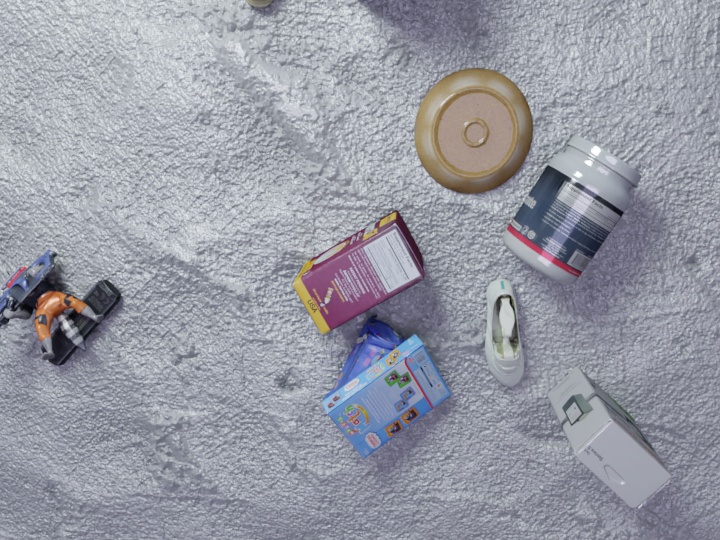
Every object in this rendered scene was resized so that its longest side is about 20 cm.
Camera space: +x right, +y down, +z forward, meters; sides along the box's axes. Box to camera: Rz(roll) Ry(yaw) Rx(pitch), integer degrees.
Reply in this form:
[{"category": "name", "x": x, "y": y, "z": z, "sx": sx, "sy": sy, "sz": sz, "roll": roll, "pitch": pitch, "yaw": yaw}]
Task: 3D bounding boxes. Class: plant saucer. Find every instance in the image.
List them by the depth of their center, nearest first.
[{"category": "plant saucer", "x": 0.186, "y": -0.225, "z": 1.012, "sx": 0.195, "sy": 0.035, "sz": 0.205, "roll": 1, "pitch": 104, "yaw": 4}]

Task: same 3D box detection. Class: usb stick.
[{"category": "usb stick", "x": -0.523, "y": 0.099, "z": 1.157, "sx": 0.056, "sy": 0.033, "sz": 0.200, "roll": 46, "pitch": 104, "yaw": 1}]

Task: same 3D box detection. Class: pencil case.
[{"category": "pencil case", "x": 0.002, "y": 0.183, "z": 1.110, "sx": 0.086, "sy": 0.078, "sz": 0.202, "roll": 18, "pitch": 109, "yaw": -37}]

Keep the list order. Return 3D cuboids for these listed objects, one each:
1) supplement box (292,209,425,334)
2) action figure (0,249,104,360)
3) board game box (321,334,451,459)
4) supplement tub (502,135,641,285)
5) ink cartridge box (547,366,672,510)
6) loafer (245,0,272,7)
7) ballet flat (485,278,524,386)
[{"category": "supplement box", "x": 0.000, "y": 0.000, "z": 1.037, "sx": 0.198, "sy": 0.131, "sz": 0.104, "roll": -29, "pitch": 101, "yaw": 10}, {"category": "action figure", "x": -0.582, "y": 0.078, "z": 1.107, "sx": 0.193, "sy": 0.105, "sz": 0.200, "roll": 42, "pitch": 77, "yaw": 18}, {"category": "board game box", "x": 0.050, "y": 0.224, "z": 1.085, "sx": 0.198, "sy": 0.037, "sz": 0.152, "roll": -35, "pitch": 127, "yaw": -4}, {"category": "supplement tub", "x": 0.331, "y": -0.093, "z": 0.981, "sx": 0.139, "sy": 0.141, "sz": 0.202, "roll": 30, "pitch": 105, "yaw": -4}, {"category": "ink cartridge box", "x": 0.410, "y": 0.273, "z": 1.039, "sx": 0.145, "sy": 0.200, "sz": 0.084, "roll": 41, "pitch": 104, "yaw": -7}, {"category": "loafer", "x": -0.157, "y": -0.514, "z": 0.947, "sx": 0.074, "sy": 0.068, "sz": 0.204, "roll": 7, "pitch": 105, "yaw": 3}, {"category": "ballet flat", "x": 0.252, "y": 0.118, "z": 1.082, "sx": 0.068, "sy": 0.070, "sz": 0.204, "roll": -6, "pitch": 104, "yaw": 6}]
